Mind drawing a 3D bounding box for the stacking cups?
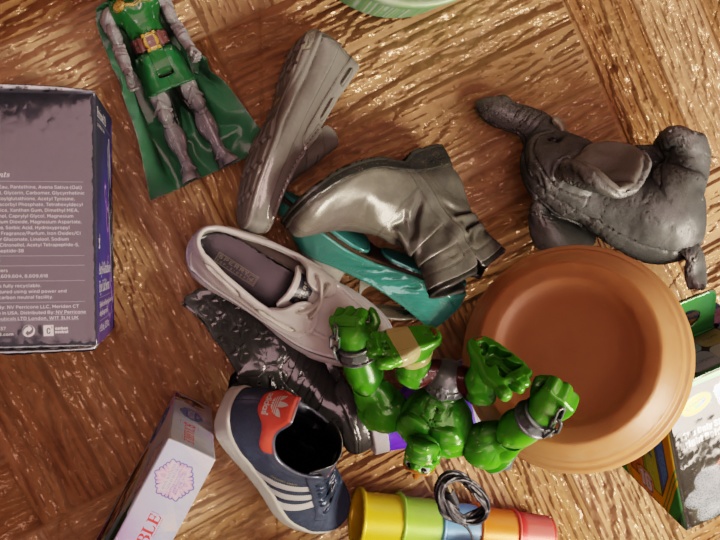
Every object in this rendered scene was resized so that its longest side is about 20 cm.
[{"bbox_3d":[0.092,0.245,0.849,0.200,0.061,0.061,8,91,-11],"label":"stacking cups"}]

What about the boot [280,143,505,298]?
[{"bbox_3d":[0.039,-0.033,0.777,0.200,0.068,0.131,-20,76,-37],"label":"boot"}]

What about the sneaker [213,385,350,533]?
[{"bbox_3d":[-0.042,0.171,0.770,0.200,0.084,0.075,54,40,-42],"label":"sneaker"}]

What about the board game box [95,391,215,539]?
[{"bbox_3d":[-0.183,0.210,0.726,0.041,0.200,0.200,29,86,-10],"label":"board game box"}]

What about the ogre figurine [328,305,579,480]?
[{"bbox_3d":[0.069,0.106,0.736,0.200,0.098,0.120,5,129,1],"label":"ogre figurine"}]

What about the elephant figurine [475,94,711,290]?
[{"bbox_3d":[0.209,-0.077,0.826,0.200,0.155,0.142,6,104,-12],"label":"elephant figurine"}]

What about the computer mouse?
[{"bbox_3d":[0.098,0.249,0.807,0.059,0.034,0.200,-22,122,-10],"label":"computer mouse"}]

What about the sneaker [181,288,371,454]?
[{"bbox_3d":[-0.075,0.093,0.814,0.104,0.060,0.200,-26,91,-12],"label":"sneaker"}]

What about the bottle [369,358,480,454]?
[{"bbox_3d":[0.102,0.125,0.844,0.200,0.065,0.084,-15,88,-9],"label":"bottle"}]

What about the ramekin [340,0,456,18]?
[{"bbox_3d":[0.035,-0.324,0.796,0.200,0.098,0.200,0,93,-10],"label":"ramekin"}]

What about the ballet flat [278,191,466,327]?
[{"bbox_3d":[0.000,0.000,0.822,0.200,0.067,0.070,26,104,-9],"label":"ballet flat"}]

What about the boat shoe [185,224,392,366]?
[{"bbox_3d":[-0.057,0.019,0.765,0.200,0.066,0.072,33,74,-5],"label":"boat shoe"}]

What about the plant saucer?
[{"bbox_3d":[0.180,0.072,0.765,0.200,0.037,0.201,-6,74,23],"label":"plant saucer"}]

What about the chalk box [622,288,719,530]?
[{"bbox_3d":[0.306,0.109,0.827,0.125,0.124,0.200,-20,113,-8],"label":"chalk box"}]

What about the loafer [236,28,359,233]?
[{"bbox_3d":[-0.053,-0.119,0.788,0.070,0.070,0.200,26,72,-20],"label":"loafer"}]

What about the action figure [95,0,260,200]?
[{"bbox_3d":[-0.175,-0.177,0.786,0.118,0.055,0.200,-27,96,-13],"label":"action figure"}]

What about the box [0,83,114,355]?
[{"bbox_3d":[-0.260,-0.041,0.727,0.104,0.148,0.200,0,93,-11],"label":"box"}]
